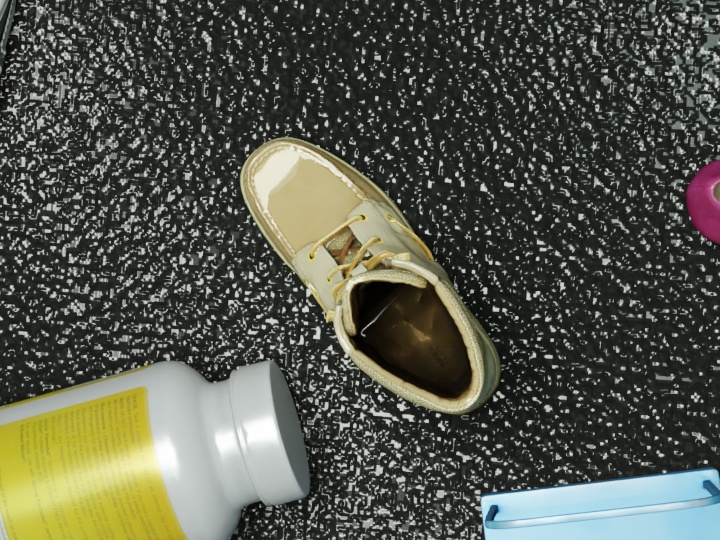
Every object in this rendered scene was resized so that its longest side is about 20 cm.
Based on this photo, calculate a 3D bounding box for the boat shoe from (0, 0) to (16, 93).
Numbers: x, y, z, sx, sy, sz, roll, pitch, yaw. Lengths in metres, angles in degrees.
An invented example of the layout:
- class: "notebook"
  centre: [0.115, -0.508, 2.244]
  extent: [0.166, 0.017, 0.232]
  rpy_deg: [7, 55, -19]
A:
- class: "boat shoe"
  centre: [-0.246, -0.107, 1.147]
  extent: [0.069, 0.057, 0.200]
  rpy_deg: [9, 72, 40]

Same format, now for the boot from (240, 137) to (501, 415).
- class: "boot"
  centre: [0.000, 0.000, 1.068]
  extent: [0.073, 0.155, 0.200]
  rpy_deg: [-39, 85, 4]

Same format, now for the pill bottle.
- class: "pill bottle"
  centre: [-0.135, 0.116, 1.101]
  extent: [0.200, 0.112, 0.112]
  rpy_deg: [-15, 87, 6]

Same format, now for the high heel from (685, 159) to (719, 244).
- class: "high heel"
  centre: [0.280, -0.026, 1.069]
  extent: [0.200, 0.096, 0.067]
  rpy_deg: [15, 90, 7]

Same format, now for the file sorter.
- class: "file sorter"
  centre: [0.145, 0.219, 1.063]
  extent: [0.139, 0.123, 0.200]
  rpy_deg: [-7, 87, 5]
